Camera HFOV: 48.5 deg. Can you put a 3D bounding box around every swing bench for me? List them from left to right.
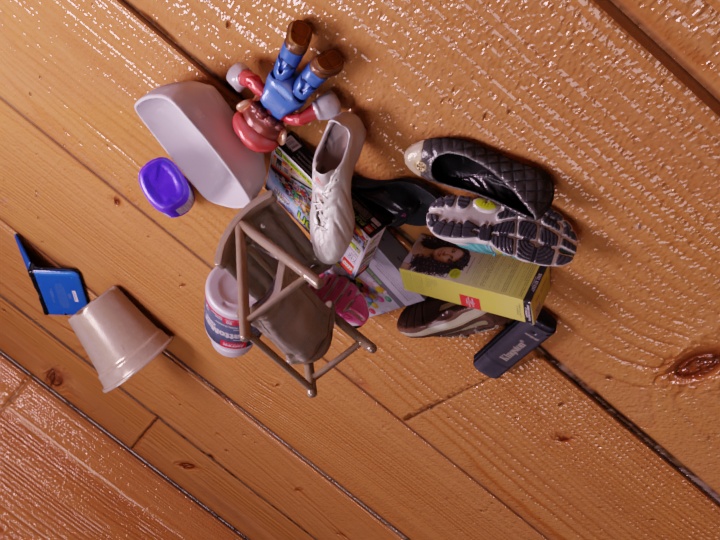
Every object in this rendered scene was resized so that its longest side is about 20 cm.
[{"bbox_3d":[-0.099,0.034,1.126,0.199,0.129,0.201,51,-174,-49],"label":"swing bench"}]

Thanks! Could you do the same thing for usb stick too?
[{"bbox_3d":[0.229,0.112,1.206,0.055,0.033,0.201,35,147,1],"label":"usb stick"}]

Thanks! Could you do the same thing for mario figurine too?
[{"bbox_3d":[-0.099,-0.238,1.043,0.200,0.105,0.125,-39,68,46],"label":"mario figurine"}]

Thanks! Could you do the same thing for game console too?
[{"bbox_3d":[-0.763,0.012,1.988,0.167,0.120,0.201,2,147,-7],"label":"game console"}]

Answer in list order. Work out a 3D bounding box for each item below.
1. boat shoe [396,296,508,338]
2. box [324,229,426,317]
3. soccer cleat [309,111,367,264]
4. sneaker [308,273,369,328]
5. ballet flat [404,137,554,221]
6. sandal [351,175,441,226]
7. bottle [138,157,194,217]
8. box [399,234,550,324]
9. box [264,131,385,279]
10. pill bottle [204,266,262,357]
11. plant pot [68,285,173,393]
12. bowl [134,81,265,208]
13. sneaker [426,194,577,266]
[{"bbox_3d":[0.139,0.078,1.209,0.075,0.075,0.201,42,147,-23],"label":"boat shoe"},{"bbox_3d":[0.000,0.000,1.264,0.156,0.041,0.199,47,146,-17],"label":"box"},{"bbox_3d":[-0.039,-0.106,1.047,0.068,0.077,0.204,16,105,23],"label":"soccer cleat"},{"bbox_3d":[-0.063,0.055,1.289,0.197,0.074,0.088,19,146,31],"label":"sneaker"},{"bbox_3d":[0.139,-0.115,0.975,0.197,0.057,0.067,19,144,23],"label":"ballet flat"},{"bbox_3d":[0.026,-0.090,1.117,0.198,0.048,0.076,10,139,34],"label":"sandal"},{"bbox_3d":[-0.306,-0.128,1.290,0.084,0.065,0.200,58,174,-2],"label":"bottle"},{"bbox_3d":[0.157,0.010,1.104,0.197,0.076,0.051,14,143,27],"label":"box"},{"bbox_3d":[-0.054,-0.092,1.150,0.200,0.035,0.111,45,148,14],"label":"box"},{"bbox_3d":[-0.235,0.080,1.505,0.118,0.120,0.201,30,147,7],"label":"pill bottle"},{"bbox_3d":[-0.564,0.145,1.843,0.199,0.200,0.185,-21,107,52],"label":"plant pot"},{"bbox_3d":[-0.222,-0.191,1.158,0.201,0.075,0.199,53,161,-25],"label":"bowl"},{"bbox_3d":[0.182,-0.051,1.025,0.197,0.079,0.080,16,170,24],"label":"sneaker"}]
